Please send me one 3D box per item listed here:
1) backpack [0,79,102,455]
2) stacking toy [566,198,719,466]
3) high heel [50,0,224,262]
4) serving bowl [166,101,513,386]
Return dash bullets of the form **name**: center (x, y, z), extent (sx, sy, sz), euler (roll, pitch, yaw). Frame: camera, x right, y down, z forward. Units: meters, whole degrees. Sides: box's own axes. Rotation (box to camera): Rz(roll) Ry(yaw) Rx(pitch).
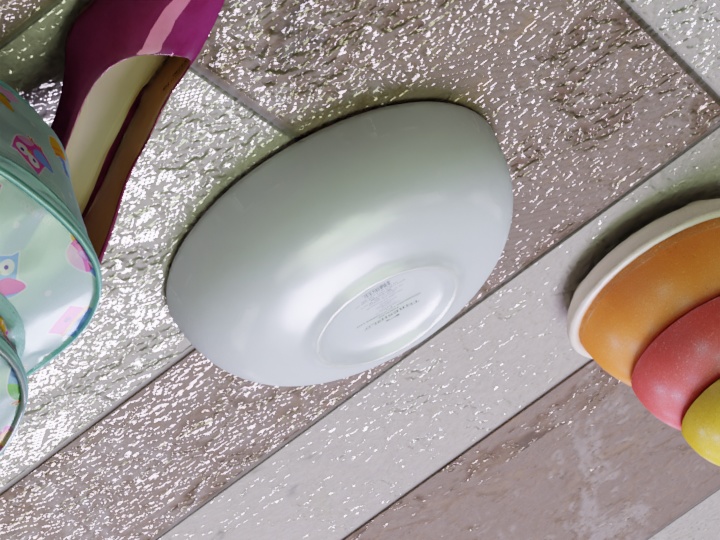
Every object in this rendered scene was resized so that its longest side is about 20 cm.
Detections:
- **backpack**: center (-0.212, 0.008, 1.237), extent (0.176, 0.153, 0.200), euler (36, 104, -33)
- **stacking toy**: center (0.228, 0.070, 1.741), extent (0.146, 0.200, 0.146), euler (-24, 153, -13)
- **high heel**: center (-0.105, -0.055, 1.311), extent (0.067, 0.096, 0.200), euler (1, 139, -46)
- **serving bowl**: center (0.000, 0.000, 1.545), extent (0.200, 0.066, 0.200), euler (-23, 151, -14)
